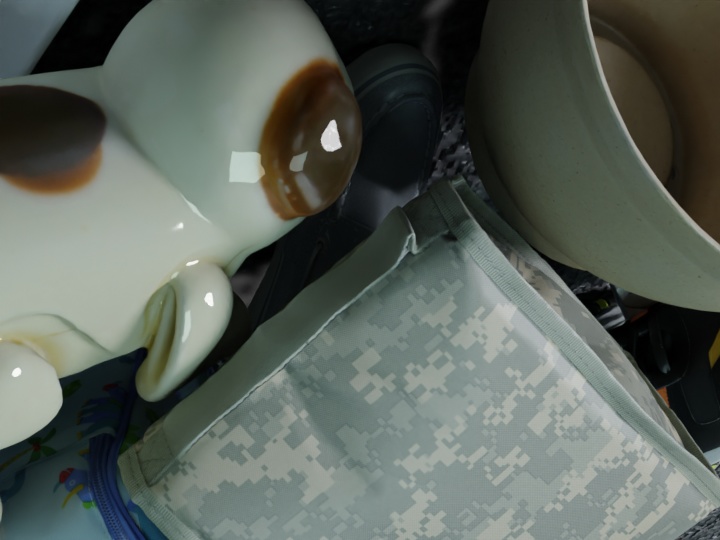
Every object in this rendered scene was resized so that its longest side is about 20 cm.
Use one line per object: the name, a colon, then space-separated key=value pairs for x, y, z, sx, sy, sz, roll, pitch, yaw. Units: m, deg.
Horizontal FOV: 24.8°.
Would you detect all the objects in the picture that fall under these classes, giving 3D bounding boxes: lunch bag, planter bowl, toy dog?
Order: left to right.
toy dog: x=-0.097 y=-0.035 z=0.586 sx=0.199 sy=0.140 sz=0.194 roll=-29 pitch=139 yaw=-9
lunch bag: x=-0.089 y=0.118 z=0.717 sx=0.082 sy=0.200 sz=0.161 roll=-25 pitch=108 yaw=8
lunch bag: x=0.021 y=0.063 z=0.644 sx=0.164 sy=0.118 sz=0.200 roll=-40 pitch=133 yaw=9
planter bowl: x=0.124 y=-0.072 z=0.644 sx=0.199 sy=0.201 sz=0.135 roll=5 pitch=164 yaw=-31

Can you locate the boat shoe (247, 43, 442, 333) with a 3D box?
boat shoe: x=-0.001 y=0.000 z=0.729 sx=0.070 sy=0.072 sz=0.202 roll=-1 pitch=125 yaw=-36

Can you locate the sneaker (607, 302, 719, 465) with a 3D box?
sneaker: x=0.122 y=0.059 z=0.766 sx=0.090 sy=0.070 sz=0.200 roll=6 pitch=149 yaw=-17

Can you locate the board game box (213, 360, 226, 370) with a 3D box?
board game box: x=-0.093 y=0.096 z=0.880 sx=0.104 sy=0.024 sz=0.200 roll=-25 pitch=143 yaw=3

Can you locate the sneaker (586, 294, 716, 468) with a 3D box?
sneaker: x=0.169 y=0.089 z=0.949 sx=0.075 sy=0.077 sz=0.200 roll=-31 pitch=144 yaw=13

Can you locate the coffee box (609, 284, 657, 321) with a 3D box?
coffee box: x=0.215 y=-0.033 z=0.807 sx=0.199 sy=0.080 sz=0.114 roll=-24 pitch=145 yaw=7

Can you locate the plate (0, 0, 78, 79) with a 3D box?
plate: x=-0.188 y=-0.117 z=0.548 sx=0.199 sy=0.032 sz=0.200 roll=14 pitch=132 yaw=-38
